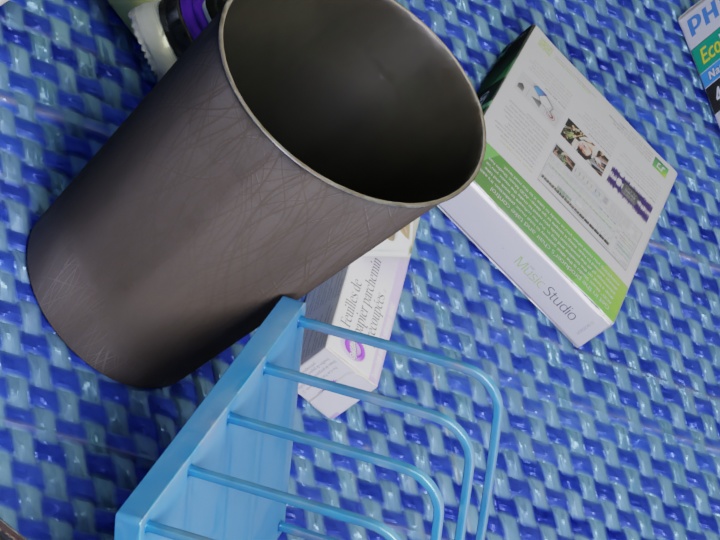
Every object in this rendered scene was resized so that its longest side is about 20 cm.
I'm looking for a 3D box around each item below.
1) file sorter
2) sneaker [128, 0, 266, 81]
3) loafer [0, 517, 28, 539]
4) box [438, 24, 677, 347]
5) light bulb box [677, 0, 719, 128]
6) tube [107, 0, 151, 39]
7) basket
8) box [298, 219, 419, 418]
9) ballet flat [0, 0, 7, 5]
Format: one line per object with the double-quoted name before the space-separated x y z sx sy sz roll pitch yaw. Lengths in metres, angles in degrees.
"file sorter" -0.023 0.132 1.255 0.122 0.139 0.200 15 32 13
"sneaker" -0.045 -0.133 1.444 0.070 0.099 0.200 62 14 0
"loafer" -0.172 0.130 1.133 0.199 0.072 0.063 25 -3 -6
"box" 0.125 -0.057 1.732 0.144 0.036 0.200 45 33 -10
"light bulb box" 0.365 -0.119 1.987 0.198 0.125 0.201 12 51 -43
"tube" -0.096 -0.126 1.530 0.058 0.052 0.200 -38 94 -21
"basket" -0.063 -0.038 1.345 0.180 0.200 0.136 -8 65 -50
"box" 0.000 0.000 1.528 0.039 0.041 0.200 39 35 -18
"ballet flat" -0.228 -0.166 1.399 0.200 0.068 0.073 15 79 -38
